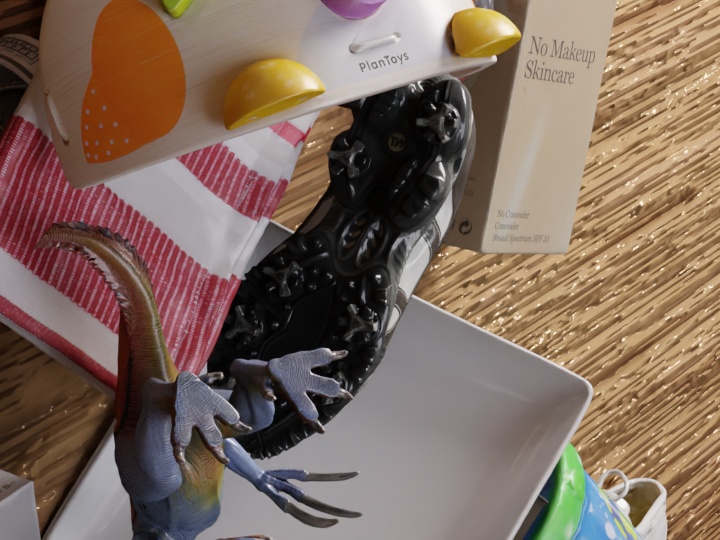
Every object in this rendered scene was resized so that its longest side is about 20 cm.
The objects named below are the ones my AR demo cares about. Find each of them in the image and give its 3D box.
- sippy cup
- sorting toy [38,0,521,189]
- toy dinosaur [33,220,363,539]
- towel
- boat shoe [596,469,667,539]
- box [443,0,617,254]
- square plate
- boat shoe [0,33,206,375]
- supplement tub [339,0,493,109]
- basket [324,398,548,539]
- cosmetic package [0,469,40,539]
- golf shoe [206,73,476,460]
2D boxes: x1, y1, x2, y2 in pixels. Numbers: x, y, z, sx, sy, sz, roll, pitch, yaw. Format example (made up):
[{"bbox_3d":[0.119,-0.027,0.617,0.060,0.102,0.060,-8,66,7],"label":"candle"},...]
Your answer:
[{"bbox_3d":[0.108,0.177,1.158,0.130,0.139,0.178,40,44,-26],"label":"sippy cup"},{"bbox_3d":[-0.037,-0.149,0.794,0.199,0.107,0.181,-20,93,-32],"label":"sorting toy"},{"bbox_3d":[-0.069,0.079,0.849,0.105,0.181,0.200,-30,84,-33],"label":"toy dinosaur"},{"bbox_3d":[-0.084,-0.052,0.845,0.144,0.023,0.201,41,67,-43],"label":"towel"},{"bbox_3d":[0.151,0.171,1.312,0.202,0.074,0.087,-11,112,-54],"label":"boat shoe"},{"bbox_3d":[0.079,-0.114,1.098,0.095,0.078,0.201,-3,106,-52],"label":"box"},{"bbox_3d":[-0.020,0.098,0.953,0.199,0.199,0.028,-60,165,-14],"label":"square plate"},{"bbox_3d":[-0.129,-0.002,0.868,0.068,0.072,0.201,-48,134,-34],"label":"boat shoe"},{"bbox_3d":[-0.002,-0.179,0.931,0.107,0.107,0.200,-48,141,-31],"label":"supplement tub"},{"bbox_3d":[-0.015,0.175,1.044,0.180,0.136,0.201,30,83,-37],"label":"basket"},{"bbox_3d":[-0.173,0.176,0.870,0.051,0.082,0.201,-35,130,-48],"label":"cosmetic package"},{"bbox_3d":[0.000,0.000,0.935,0.200,0.078,0.094,-58,166,9],"label":"golf shoe"}]
